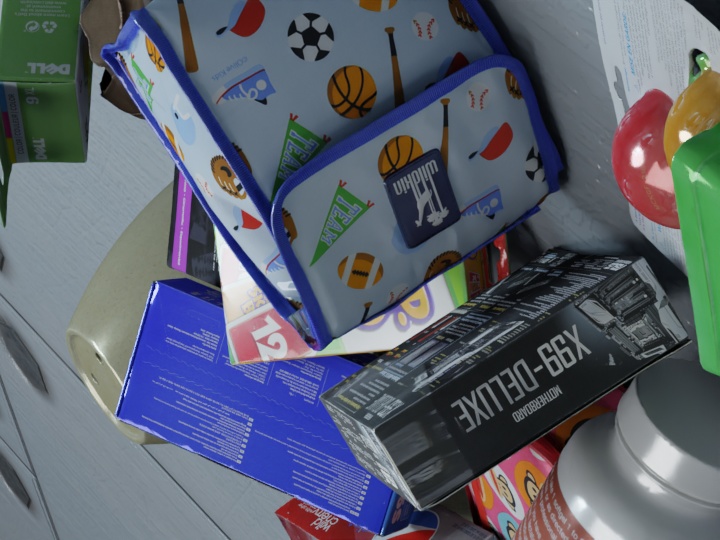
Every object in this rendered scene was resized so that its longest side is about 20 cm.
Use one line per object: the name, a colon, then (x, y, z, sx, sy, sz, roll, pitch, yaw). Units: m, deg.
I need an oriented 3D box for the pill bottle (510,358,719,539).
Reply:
pill bottle: (0.139, 0.148, 1.235, 0.112, 0.112, 0.201, 45, 128, 27)

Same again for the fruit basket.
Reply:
fruit basket: (0.165, -0.043, 1.043, 0.200, 0.093, 0.186, -123, 13, -49)

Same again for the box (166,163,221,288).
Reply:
box: (-0.062, -0.054, 1.494, 0.200, 0.036, 0.144, 22, 109, 58)

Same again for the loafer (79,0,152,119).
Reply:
loafer: (-0.152, -0.157, 1.553, 0.070, 0.074, 0.201, 7, 150, 2)

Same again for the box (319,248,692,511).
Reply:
box: (0.067, 0.051, 1.214, 0.050, 0.157, 0.200, 58, 173, -6)

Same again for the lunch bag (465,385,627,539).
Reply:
lunch bag: (0.113, 0.122, 1.401, 0.176, 0.082, 0.201, 42, 157, 47)

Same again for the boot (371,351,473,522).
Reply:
boot: (0.018, 0.094, 1.581, 0.200, 0.072, 0.155, 37, 154, 32)

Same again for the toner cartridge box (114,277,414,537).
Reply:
toner cartridge box: (-0.050, 0.082, 1.466, 0.199, 0.043, 0.096, 22, 102, 22)

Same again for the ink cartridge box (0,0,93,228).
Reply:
ink cartridge box: (-0.216, -0.141, 1.624, 0.104, 0.059, 0.202, 95, 176, -61)

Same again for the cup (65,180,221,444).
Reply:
cup: (-0.134, 0.047, 1.757, 0.200, 0.143, 0.201, 47, 158, 26)

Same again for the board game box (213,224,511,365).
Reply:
board game box: (0.000, 0.000, 1.373, 0.199, 0.030, 0.097, -7, 90, 35)

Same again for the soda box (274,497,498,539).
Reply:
soda box: (0.024, 0.182, 1.492, 0.064, 0.070, 0.200, 60, 163, -23)

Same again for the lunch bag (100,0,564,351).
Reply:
lunch bag: (-0.009, -0.083, 1.232, 0.201, 0.169, 0.124, 58, 165, -2)
